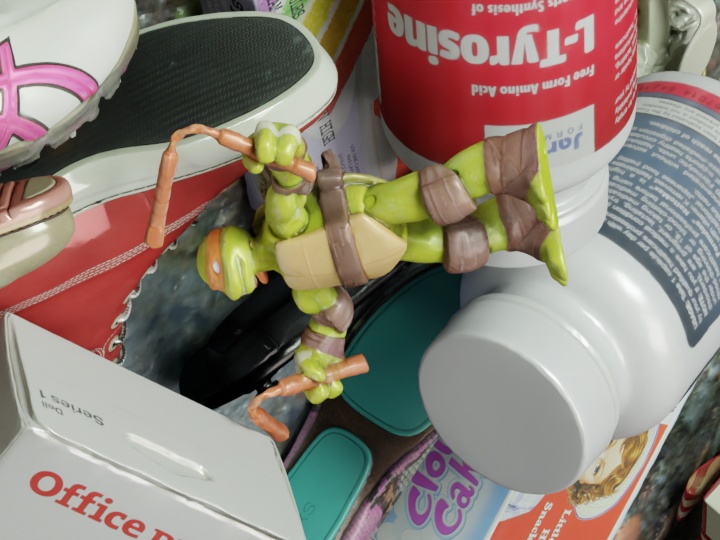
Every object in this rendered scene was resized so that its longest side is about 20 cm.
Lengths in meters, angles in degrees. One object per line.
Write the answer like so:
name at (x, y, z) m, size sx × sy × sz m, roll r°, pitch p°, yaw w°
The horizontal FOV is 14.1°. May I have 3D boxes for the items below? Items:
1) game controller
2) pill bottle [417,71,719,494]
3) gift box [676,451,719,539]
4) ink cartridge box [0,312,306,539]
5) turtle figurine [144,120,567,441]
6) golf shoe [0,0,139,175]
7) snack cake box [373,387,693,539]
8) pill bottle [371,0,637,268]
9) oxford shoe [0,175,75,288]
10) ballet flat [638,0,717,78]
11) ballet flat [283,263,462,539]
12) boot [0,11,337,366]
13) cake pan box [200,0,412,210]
game controller at (0.000, 0.000, 1.341) m, size 0.200 × 0.042 × 0.104 m, roll -38°, pitch 176°, yaw -23°
pill bottle at (0.116, 0.007, 1.356) m, size 0.200 × 0.119 × 0.120 m, roll -46°, pitch 146°, yaw -39°
gift box at (0.296, 0.152, 1.709) m, size 0.185 × 0.187 × 0.200 m, roll -44°, pitch 162°, yaw -17°
ink cartridge box at (-0.137, 0.135, 1.210) m, size 0.146 × 0.085 × 0.200 m, roll 28°, pitch 113°, yaw -29°
turtle figurine at (0.002, -0.009, 1.190) m, size 0.160 × 0.065 × 0.201 m, roll -10°, pitch 137°, yaw 4°
golf shoe at (-0.167, -0.078, 1.104) m, size 0.199 × 0.072 × 0.093 m, roll -31°, pitch 135°, yaw -29°
snack cake box at (0.104, 0.076, 1.528) m, size 0.115 × 0.067 × 0.201 m, roll 13°, pitch 107°, yaw -53°
pill bottle at (0.061, -0.104, 1.221) m, size 0.112 × 0.112 × 0.201 m, roll -32°, pitch 137°, yaw -28°
oxford shoe at (-0.186, 0.032, 1.114) m, size 0.199 × 0.071 × 0.074 m, roll -29°, pitch 102°, yaw 9°
ballet flat at (0.143, -0.150, 1.399) m, size 0.070 × 0.071 × 0.201 m, roll -31°, pitch 137°, yaw -29°
ballet flat at (0.010, 0.078, 1.435) m, size 0.201 × 0.069 × 0.071 m, roll -58°, pitch 161°, yaw 7°
boot at (-0.092, -0.017, 1.219) m, size 0.199 × 0.073 × 0.145 m, roll -27°, pitch 139°, yaw -7°
cake pan box at (0.015, -0.138, 1.280) m, size 0.184 × 0.052 × 0.201 m, roll -39°, pitch 140°, yaw -25°
